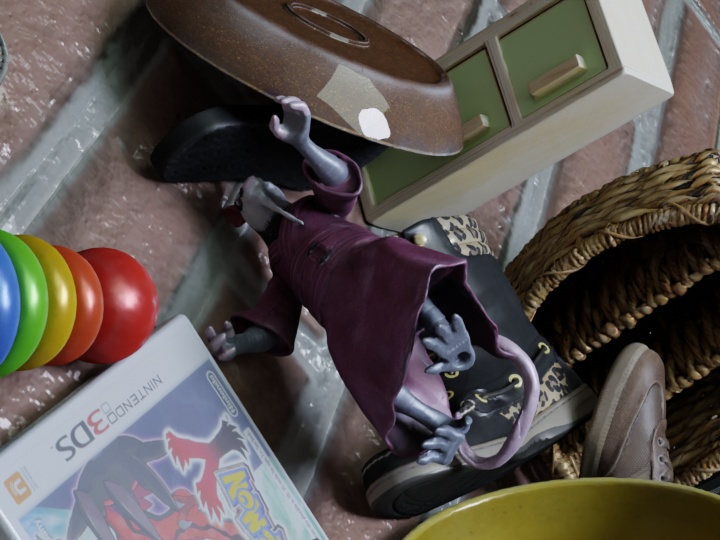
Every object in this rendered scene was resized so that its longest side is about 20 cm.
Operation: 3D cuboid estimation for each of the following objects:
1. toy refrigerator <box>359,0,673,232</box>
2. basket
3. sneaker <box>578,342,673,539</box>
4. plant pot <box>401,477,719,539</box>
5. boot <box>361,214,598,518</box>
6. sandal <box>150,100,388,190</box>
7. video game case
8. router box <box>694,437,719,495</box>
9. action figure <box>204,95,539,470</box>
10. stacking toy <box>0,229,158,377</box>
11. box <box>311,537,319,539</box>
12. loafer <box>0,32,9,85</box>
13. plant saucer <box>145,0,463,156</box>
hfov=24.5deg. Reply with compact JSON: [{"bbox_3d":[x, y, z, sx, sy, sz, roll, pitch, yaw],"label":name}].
[{"bbox_3d":[0.085,-0.101,1.023,0.070,0.199,0.077,12,57,-51],"label":"toy refrigerator"},{"bbox_3d":[0.182,0.037,1.042,0.143,0.199,0.150,43,28,-26],"label":"basket"},{"bbox_3d":[0.165,0.147,0.983,0.070,0.075,0.202,24,80,-71],"label":"sneaker"},{"bbox_3d":[0.119,0.212,0.868,0.200,0.198,0.144,-30,118,-59],"label":"plant pot"},{"bbox_3d":[0.046,0.052,0.971,0.199,0.073,0.151,-17,73,-45],"label":"boot"},{"bbox_3d":[-0.045,-0.083,0.949,0.199,0.075,0.045,-3,58,-53],"label":"sandal"},{"bbox_3d":[-0.078,0.139,0.769,0.201,0.023,0.182,58,32,-6],"label":"video game case"},{"bbox_3d":[0.309,0.164,1.137,0.150,0.199,0.062,50,28,-17],"label":"router box"},{"bbox_3d":[0.000,0.000,0.872,0.148,0.135,0.200,14,21,-45],"label":"action figure"},{"bbox_3d":[-0.155,0.015,0.707,0.199,0.085,0.086,4,62,-59],"label":"stacking toy"},{"bbox_3d":[-0.055,0.199,0.699,0.199,0.035,0.111,-20,82,-58],"label":"box"},{"bbox_3d":[-0.206,-0.072,0.705,0.070,0.069,0.200,54,32,-11],"label":"loafer"},{"bbox_3d":[-0.024,-0.127,0.944,0.199,0.035,0.201,25,18,-8],"label":"plant saucer"}]
